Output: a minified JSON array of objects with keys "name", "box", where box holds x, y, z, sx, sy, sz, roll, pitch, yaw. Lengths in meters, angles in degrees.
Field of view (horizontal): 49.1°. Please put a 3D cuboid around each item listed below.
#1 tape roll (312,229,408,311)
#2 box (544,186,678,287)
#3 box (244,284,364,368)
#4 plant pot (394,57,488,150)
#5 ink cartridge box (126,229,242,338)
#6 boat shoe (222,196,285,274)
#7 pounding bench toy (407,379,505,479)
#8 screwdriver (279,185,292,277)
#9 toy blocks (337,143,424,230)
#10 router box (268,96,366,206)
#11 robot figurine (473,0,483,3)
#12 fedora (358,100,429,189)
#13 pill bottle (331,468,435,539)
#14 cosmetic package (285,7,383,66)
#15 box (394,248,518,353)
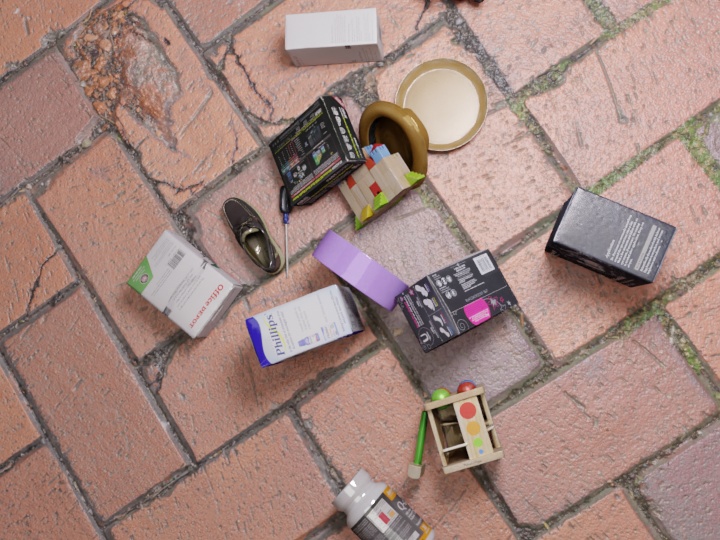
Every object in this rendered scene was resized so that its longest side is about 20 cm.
[{"name":"tape roll","box":[0.000,0.000,1.591,0.199,0.200,0.066,35,90,9]},{"name":"box","box":[0.477,-0.060,1.532,0.198,0.197,0.118,24,90,9]},{"name":"box","box":[-0.109,0.112,1.606,0.198,0.184,0.106,-21,84,6]},{"name":"plant pot","box":[0.173,-0.352,1.685,0.198,0.027,0.202,-1,85,7]},{"name":"ink cartridge box","box":[-0.376,0.032,1.699,0.199,0.084,0.147,38,91,9]},{"name":"boat shoe","box":[-0.234,-0.081,1.698,0.073,0.065,0.200,-40,80,6]},{"name":"pounding bench toy","box":[0.170,0.316,1.579,0.198,0.124,0.158,-18,83,6]},{"name":"screwdriver","box":[-0.158,-0.085,1.710,0.029,0.028,0.202,-8,85,36]},{"name":"toy blocks","box":[0.024,-0.194,1.632,0.200,0.100,0.137,-38,82,46]},{"name":"router box","box":[-0.092,-0.245,1.639,0.199,0.062,0.151,-32,74,42]},{"name":"robot figurine","box":[0.196,-0.653,1.655,0.199,0.150,0.125,38,127,9]},{"name":"fedora","box":[0.084,-0.268,1.637,0.201,0.201,0.082,45,56,9]},{"name":"pill bottle","box":[0.044,0.503,1.585,0.200,0.116,0.117,43,92,9]},{"name":"cosmetic package","box":[-0.056,-0.497,1.686,0.198,0.113,0.082,-4,85,9]},{"name":"box","box":[0.189,0.058,1.554,0.115,0.199,0.133,-38,78,47]}]
